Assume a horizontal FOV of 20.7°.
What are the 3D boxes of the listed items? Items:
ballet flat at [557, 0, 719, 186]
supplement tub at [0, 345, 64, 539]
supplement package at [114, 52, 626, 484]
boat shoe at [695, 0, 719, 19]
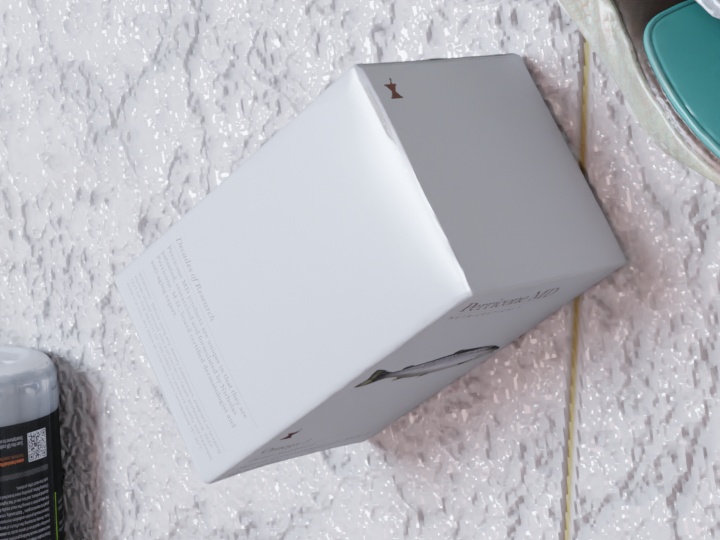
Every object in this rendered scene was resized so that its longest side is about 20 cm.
[{"bbox_3d":[0.126,-0.102,0.840,0.200,0.067,0.062,62,159,21],"label":"ballet flat"},{"bbox_3d":[-0.235,0.150,1.159,0.122,0.122,0.201,5,99,42],"label":"supplement tub"},{"bbox_3d":[0.000,0.000,0.922,0.200,0.117,0.118,-38,71,40],"label":"supplement package"},{"bbox_3d":[0.159,-0.127,0.773,0.074,0.065,0.202,-34,73,7],"label":"boat shoe"}]
